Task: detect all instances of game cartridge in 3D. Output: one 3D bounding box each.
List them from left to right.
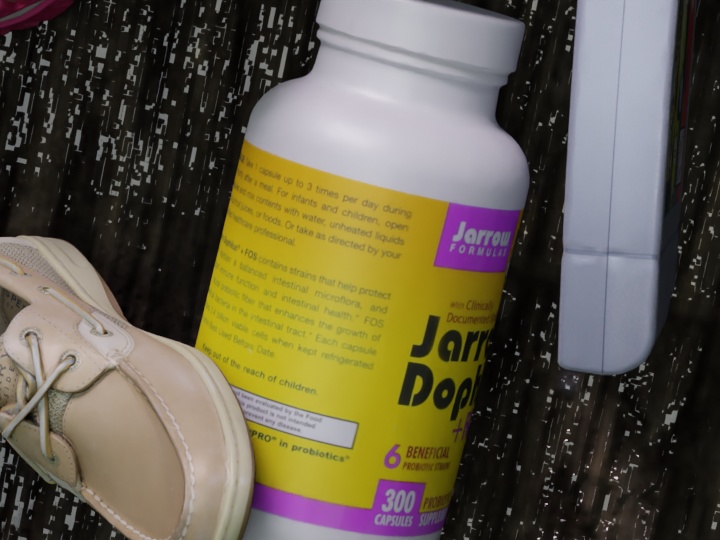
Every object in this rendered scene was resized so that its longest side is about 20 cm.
[{"bbox_3d":[0.094,-0.069,0.893,0.041,0.133,0.201,5,97,13],"label":"game cartridge"}]

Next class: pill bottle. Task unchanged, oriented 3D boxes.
[{"bbox_3d":[0.000,0.000,0.935,0.104,0.104,0.201,15,99,11],"label":"pill bottle"}]

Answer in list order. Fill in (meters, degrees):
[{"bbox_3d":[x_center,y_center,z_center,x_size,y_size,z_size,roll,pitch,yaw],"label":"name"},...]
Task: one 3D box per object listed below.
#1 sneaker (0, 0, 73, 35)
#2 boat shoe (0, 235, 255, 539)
[{"bbox_3d":[-0.097,-0.144,0.950,0.199,0.081,0.088,-11,90,19],"label":"sneaker"},{"bbox_3d":[-0.104,0.044,0.925,0.200,0.065,0.072,43,119,48],"label":"boat shoe"}]
